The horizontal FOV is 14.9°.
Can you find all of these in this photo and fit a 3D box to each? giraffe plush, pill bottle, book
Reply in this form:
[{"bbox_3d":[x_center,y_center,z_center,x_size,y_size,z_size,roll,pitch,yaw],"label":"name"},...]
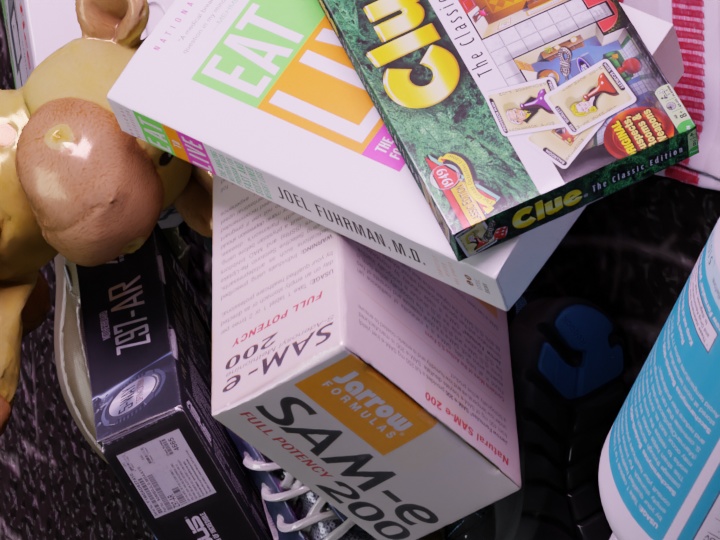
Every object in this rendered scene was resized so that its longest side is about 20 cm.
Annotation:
[{"bbox_3d":[-0.143,-0.038,1.218,0.162,0.173,0.201,-14,56,18],"label":"giraffe plush"},{"bbox_3d":[0.159,0.057,1.054,0.111,0.110,0.200,55,141,31],"label":"pill bottle"},{"bbox_3d":[0.012,-0.075,1.127,0.199,0.134,0.048,25,155,28],"label":"book"}]

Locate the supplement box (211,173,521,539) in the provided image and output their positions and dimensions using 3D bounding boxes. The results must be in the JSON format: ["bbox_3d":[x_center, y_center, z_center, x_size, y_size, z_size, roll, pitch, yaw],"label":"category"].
[{"bbox_3d":[0.000,0.000,1.185,0.073,0.126,0.201,-28,43,26],"label":"supplement box"}]

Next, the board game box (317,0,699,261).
[{"bbox_3d":[0.043,-0.104,1.093,0.200,0.104,0.023,62,176,31],"label":"board game box"}]

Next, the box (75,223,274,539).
[{"bbox_3d":[-0.069,0.095,1.310,0.160,0.043,0.200,-106,-10,-54],"label":"box"}]

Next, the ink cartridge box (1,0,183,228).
[{"bbox_3d":[-0.129,-0.096,1.389,0.200,0.084,0.146,154,107,-80],"label":"ink cartridge box"}]

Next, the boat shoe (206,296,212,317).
[{"bbox_3d":[-0.012,0.022,1.337,0.200,0.062,0.075,-8,66,59],"label":"boat shoe"}]

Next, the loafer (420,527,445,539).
[{"bbox_3d":[0.041,0.158,1.296,0.200,0.067,0.076,61,144,24],"label":"loafer"}]

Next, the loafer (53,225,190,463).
[{"bbox_3d":[-0.130,0.015,1.518,0.067,0.076,0.201,-15,87,64],"label":"loafer"}]

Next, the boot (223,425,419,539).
[{"bbox_3d":[-0.021,0.107,1.227,0.090,0.073,0.200,48,-168,-35],"label":"boot"}]

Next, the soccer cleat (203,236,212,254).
[{"bbox_3d":[-0.039,-0.063,1.337,0.200,0.081,0.068,-37,37,53],"label":"soccer cleat"}]

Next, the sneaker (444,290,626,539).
[{"bbox_3d":[0.069,0.108,1.237,0.082,0.073,0.201,13,94,56],"label":"sneaker"}]

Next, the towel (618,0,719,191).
[{"bbox_3d":[0.126,-0.108,1.133,0.200,0.023,0.145,18,114,54],"label":"towel"}]
